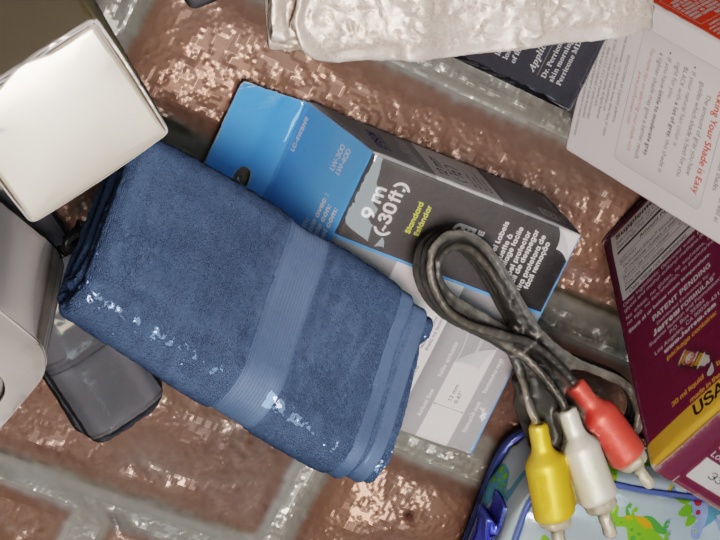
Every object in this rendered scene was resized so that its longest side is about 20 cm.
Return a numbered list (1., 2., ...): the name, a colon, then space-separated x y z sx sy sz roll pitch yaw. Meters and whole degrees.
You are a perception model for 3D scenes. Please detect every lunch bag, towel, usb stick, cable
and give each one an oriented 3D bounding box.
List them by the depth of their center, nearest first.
1. towel: 0.048 -0.170 1.112 0.198 0.034 0.134 -8 108 -16
2. towel: -0.058 0.022 1.199 0.199 0.048 0.112 33 61 -26
3. usb stick: -0.172 0.006 1.263 0.055 0.033 0.201 -29 117 0
4. cable: 0.103 0.053 1.276 0.097 0.050 0.201 -36 117 -21
5. lunch bag: 0.128 0.195 1.398 0.160 0.083 0.201 10 110 -20

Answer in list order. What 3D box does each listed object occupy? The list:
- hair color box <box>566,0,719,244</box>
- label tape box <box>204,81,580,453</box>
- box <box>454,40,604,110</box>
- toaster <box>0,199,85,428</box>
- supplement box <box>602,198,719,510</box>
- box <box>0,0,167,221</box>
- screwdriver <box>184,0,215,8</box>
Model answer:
1. hair color box: 0.208 -0.069 1.207 0.064 0.200 0.111 -28 141 -39
2. label tape box: 0.000 0.000 1.289 0.199 0.066 0.144 20 106 -24
3. box: 0.057 -0.213 1.178 0.181 0.104 0.201 24 96 -24
4. toaster: -0.256 0.022 1.177 0.180 0.119 0.200 35 110 -21
5. supplement box: 0.220 0.041 1.282 0.130 0.201 0.103 31 120 -24
6. box: -0.157 -0.102 1.126 0.082 0.200 0.069 -33 118 1
7. screwdriver: -0.010 -0.195 1.230 0.199 0.028 0.029 -33 89 -6
